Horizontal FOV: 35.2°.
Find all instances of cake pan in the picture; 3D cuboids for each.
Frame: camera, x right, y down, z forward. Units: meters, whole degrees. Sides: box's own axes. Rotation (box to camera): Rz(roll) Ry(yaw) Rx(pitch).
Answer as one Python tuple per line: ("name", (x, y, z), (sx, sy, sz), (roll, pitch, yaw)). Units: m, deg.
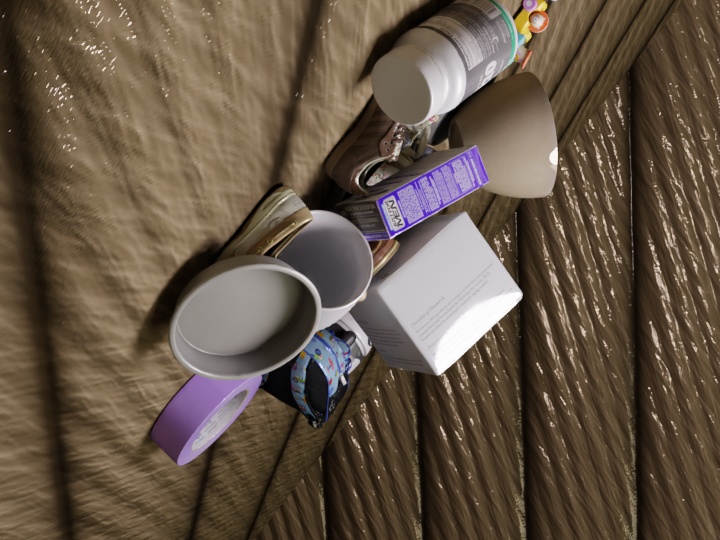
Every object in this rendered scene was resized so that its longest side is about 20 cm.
("cake pan", (-0.150, 0.058, 1.459), (0.199, 0.037, 0.201), (-12, 134, -13))
("cake pan", (0.157, -0.280, 1.838), (0.200, 0.037, 0.200), (-46, 169, -12))

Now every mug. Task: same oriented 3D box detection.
("mug", (-0.090, 0.034, 1.615), (0.201, 0.147, 0.175), (-56, -176, -28))

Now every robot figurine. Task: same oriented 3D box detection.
("robot figurine", (-0.065, 0.166, 2.271), (0.200, 0.150, 0.125), (-45, 133, -19))

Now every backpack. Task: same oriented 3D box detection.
("backpack", (-0.103, 0.146, 1.944), (0.135, 0.182, 0.201), (-52, 161, -31))

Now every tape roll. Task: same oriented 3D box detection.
("tape roll", (-0.254, 0.227, 1.883), (0.200, 0.066, 0.200), (-48, 170, -11))

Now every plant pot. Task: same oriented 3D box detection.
("plant pot", (0.215, -0.206, 1.809), (0.133, 0.202, 0.201), (-10, 161, -8))

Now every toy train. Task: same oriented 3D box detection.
("toy train", (0.299, -0.413, 1.896), (0.150, 0.056, 0.200), (-36, 163, -49))

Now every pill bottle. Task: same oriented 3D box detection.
("pill bottle", (0.107, -0.270, 1.458), (0.200, 0.113, 0.113), (-40, 166, -39))

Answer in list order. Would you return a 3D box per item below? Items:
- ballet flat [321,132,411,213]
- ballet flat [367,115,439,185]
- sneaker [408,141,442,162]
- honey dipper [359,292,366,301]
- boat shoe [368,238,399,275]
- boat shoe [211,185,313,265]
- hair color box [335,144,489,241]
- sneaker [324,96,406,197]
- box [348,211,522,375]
("ballet flat", (0.002, -0.133, 1.665), (0.200, 0.057, 0.066), (-55, 167, 29))
("ballet flat", (0.060, -0.182, 1.714), (0.076, 0.064, 0.200), (-41, 168, -39))
("sneaker", (0.079, -0.149, 1.835), (0.200, 0.075, 0.115), (-11, 120, -59))
("honey dipper", (0.000, 0.000, 1.744), (0.038, 0.038, 0.200), (-52, -165, 19))
("boat shoe", (0.012, -0.046, 1.704), (0.072, 0.068, 0.200), (-45, -167, 13))
("boat shoe", (-0.138, -0.016, 1.484), (0.200, 0.066, 0.074), (-52, 169, 17))
("hair color box", (0.075, -0.110, 1.631), (0.199, 0.065, 0.109), (-28, -166, -30))
("sneaker", (0.037, -0.190, 1.554), (0.200, 0.075, 0.070), (-52, 169, 17))
("box", (0.103, 0.035, 1.799), (0.200, 0.172, 0.199), (-41, -167, -16))
